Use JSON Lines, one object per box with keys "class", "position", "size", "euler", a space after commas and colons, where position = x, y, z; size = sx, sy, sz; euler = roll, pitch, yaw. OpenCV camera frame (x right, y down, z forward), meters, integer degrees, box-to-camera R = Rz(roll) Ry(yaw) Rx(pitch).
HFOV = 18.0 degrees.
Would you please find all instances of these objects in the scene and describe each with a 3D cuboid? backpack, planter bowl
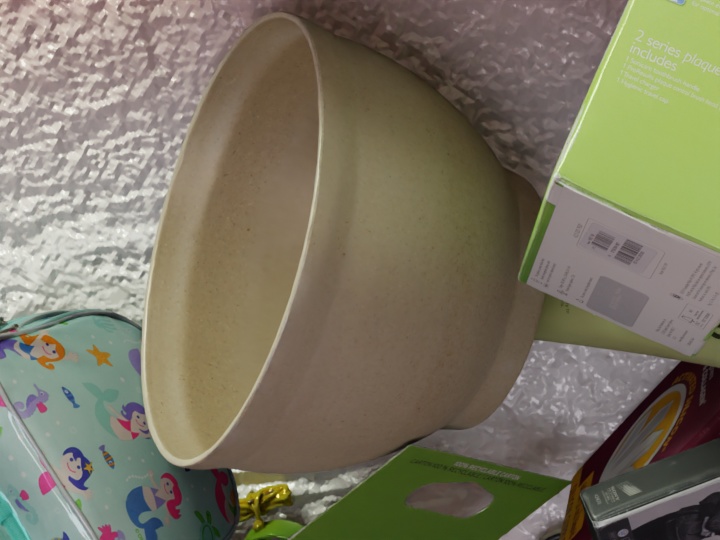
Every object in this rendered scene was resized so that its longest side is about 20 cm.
{"class": "backpack", "position": [-0.148, 0.107, 1.069], "size": [0.150, 0.200, 0.178], "euler": [-33, 86, 19]}
{"class": "planter bowl", "position": [0.000, 0.000, 1.005], "size": [0.134, 0.201, 0.201], "euler": [13, 119, -21]}

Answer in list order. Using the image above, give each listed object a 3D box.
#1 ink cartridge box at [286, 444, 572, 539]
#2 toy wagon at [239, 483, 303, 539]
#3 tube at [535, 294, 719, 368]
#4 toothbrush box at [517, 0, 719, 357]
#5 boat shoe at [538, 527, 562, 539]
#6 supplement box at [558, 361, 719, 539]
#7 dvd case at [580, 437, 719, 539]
{"class": "ink cartridge box", "position": [0.005, 0.174, 1.043], "size": [0.200, 0.147, 0.076], "euler": [-42, 58, 21]}
{"class": "toy wagon", "position": [-0.017, 0.205, 1.168], "size": [0.154, 0.040, 0.201], "euler": [-21, 107, 21]}
{"class": "tube", "position": [0.138, 0.009, 0.981], "size": [0.199, 0.052, 0.059], "euler": [5, 111, 51]}
{"class": "toothbrush box", "position": [0.142, -0.085, 0.891], "size": [0.086, 0.146, 0.201], "euler": [25, 77, 5]}
{"class": "boat shoe", "position": [0.152, 0.213, 1.119], "size": [0.073, 0.063, 0.202], "euler": [-33, 101, 27]}
{"class": "supplement box", "position": [0.181, 0.080, 1.025], "size": [0.085, 0.110, 0.200], "euler": [37, 116, -6]}
{"class": "dvd case", "position": [0.200, 0.108, 0.945], "size": [0.199, 0.025, 0.151], "euler": [-21, 135, 0]}
